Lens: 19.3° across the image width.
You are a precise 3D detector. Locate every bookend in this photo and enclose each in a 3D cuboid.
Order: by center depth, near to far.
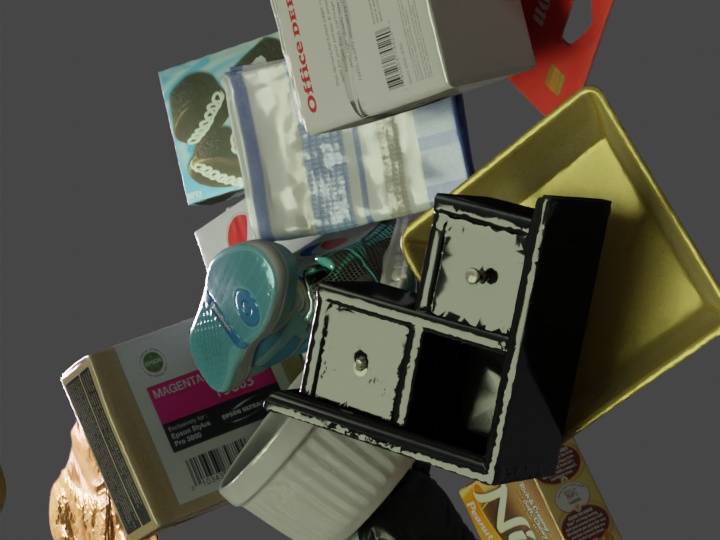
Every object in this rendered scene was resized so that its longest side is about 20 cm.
[{"bbox_3d":[0.053,0.026,1.488,0.198,0.092,0.201,17,99,32],"label":"bookend"}]

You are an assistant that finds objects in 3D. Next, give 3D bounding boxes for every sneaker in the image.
[{"bbox_3d":[0.000,0.000,1.690,0.200,0.091,0.078,-76,-12,-74],"label":"sneaker"},{"bbox_3d":[-0.062,0.017,1.760,0.080,0.130,0.200,58,150,15],"label":"sneaker"}]

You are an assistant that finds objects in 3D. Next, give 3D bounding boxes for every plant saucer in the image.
[{"bbox_3d":[0.151,0.004,1.507,0.200,0.048,0.201,-38,72,28],"label":"plant saucer"}]

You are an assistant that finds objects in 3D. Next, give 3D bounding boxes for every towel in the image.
[{"bbox_3d":[-0.010,-0.107,1.669,0.199,0.024,0.148,-10,90,23],"label":"towel"}]

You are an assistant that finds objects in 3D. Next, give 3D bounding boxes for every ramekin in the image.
[{"bbox_3d":[-0.018,0.139,1.759,0.105,0.200,0.200,39,146,-3],"label":"ramekin"}]

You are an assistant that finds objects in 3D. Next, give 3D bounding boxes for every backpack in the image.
[{"bbox_3d":[0.033,0.278,1.816,0.167,0.126,0.200,57,149,17],"label":"backpack"}]

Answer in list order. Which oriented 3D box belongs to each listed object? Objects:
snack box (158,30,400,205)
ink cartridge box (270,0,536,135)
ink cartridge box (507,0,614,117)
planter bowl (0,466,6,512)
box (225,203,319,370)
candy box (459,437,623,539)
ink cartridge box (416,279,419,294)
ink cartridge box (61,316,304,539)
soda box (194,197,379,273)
[{"bbox_3d":[-0.062,-0.134,1.725,0.199,0.037,0.117,-16,84,23],"label":"snack box"},{"bbox_3d":[0.025,-0.191,1.540,0.200,0.083,0.148,-11,93,58],"label":"ink cartridge box"},{"bbox_3d":[0.107,-0.219,1.522,0.176,0.045,0.201,51,143,32],"label":"ink cartridge box"},{"bbox_3d":[-0.509,0.271,2.705,0.200,0.083,0.201,33,132,45],"label":"planter bowl"},{"bbox_3d":[-0.064,0.048,1.938,0.200,0.036,0.145,46,140,38],"label":"box"},{"bbox_3d":[0.162,0.239,1.658,0.201,0.055,0.115,65,149,10],"label":"candy box"},{"bbox_3d":[0.093,0.039,1.660,0.200,0.059,0.104,32,131,46],"label":"ink cartridge box"},{"bbox_3d":[-0.140,0.128,1.874,0.075,0.199,0.165,-35,77,57],"label":"ink cartridge box"},{"bbox_3d":[-0.058,-0.041,1.819,0.200,0.063,0.068,-30,76,47],"label":"soda box"}]
